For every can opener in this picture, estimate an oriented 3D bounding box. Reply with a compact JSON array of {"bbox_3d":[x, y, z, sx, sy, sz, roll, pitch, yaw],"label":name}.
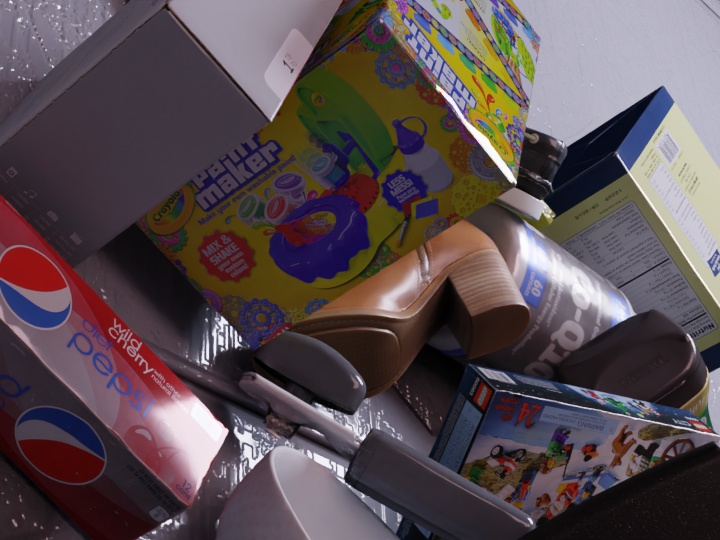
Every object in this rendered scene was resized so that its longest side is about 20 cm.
[{"bbox_3d":[0.016,0.105,0.864,0.199,0.053,0.067,33,75,3],"label":"can opener"}]

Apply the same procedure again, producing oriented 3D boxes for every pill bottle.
[{"bbox_3d":[0.137,0.041,1.109,0.199,0.113,0.115,31,41,-36],"label":"pill bottle"}]

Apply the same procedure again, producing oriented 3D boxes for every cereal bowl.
[{"bbox_3d":[-0.009,0.194,0.780,0.200,0.083,0.200,48,4,-5],"label":"cereal bowl"}]

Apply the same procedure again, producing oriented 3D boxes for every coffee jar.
[{"bbox_3d":[0.213,0.130,1.071,0.085,0.104,0.202,44,-19,54],"label":"coffee jar"}]

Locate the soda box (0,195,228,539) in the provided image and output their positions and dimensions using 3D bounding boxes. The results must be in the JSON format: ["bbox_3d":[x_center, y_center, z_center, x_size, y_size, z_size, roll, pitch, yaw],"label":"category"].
[{"bbox_3d":[-0.162,0.045,0.735,0.200,0.070,0.064,49,34,-16],"label":"soda box"}]

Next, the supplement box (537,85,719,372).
[{"bbox_3d":[0.249,-0.020,1.294,0.201,0.134,0.200,55,32,-6],"label":"supplement box"}]

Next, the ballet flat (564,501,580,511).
[{"bbox_3d":[0.185,0.215,0.952,0.068,0.068,0.202,36,-27,58],"label":"ballet flat"}]

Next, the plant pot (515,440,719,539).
[{"bbox_3d":[0.173,0.205,0.771,0.200,0.177,0.200,49,5,24],"label":"plant pot"}]

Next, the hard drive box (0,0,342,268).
[{"bbox_3d":[-0.118,-0.094,0.790,0.077,0.199,0.156,46,35,-17],"label":"hard drive box"}]

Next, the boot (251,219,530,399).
[{"bbox_3d":[0.000,0.000,0.985,0.198,0.077,0.156,-15,45,-18],"label":"boot"}]

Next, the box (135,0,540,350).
[{"bbox_3d":[-0.011,-0.092,0.883,0.122,0.199,0.193,48,30,-19],"label":"box"}]

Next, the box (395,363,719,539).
[{"bbox_3d":[0.129,0.145,0.957,0.198,0.138,0.038,13,16,-32],"label":"box"}]

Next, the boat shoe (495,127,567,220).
[{"bbox_3d":[0.075,-0.100,1.095,0.199,0.061,0.075,32,3,39],"label":"boat shoe"}]

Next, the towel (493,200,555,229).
[{"bbox_3d":[0.071,-0.109,1.158,0.201,0.086,0.018,54,54,-17],"label":"towel"}]
